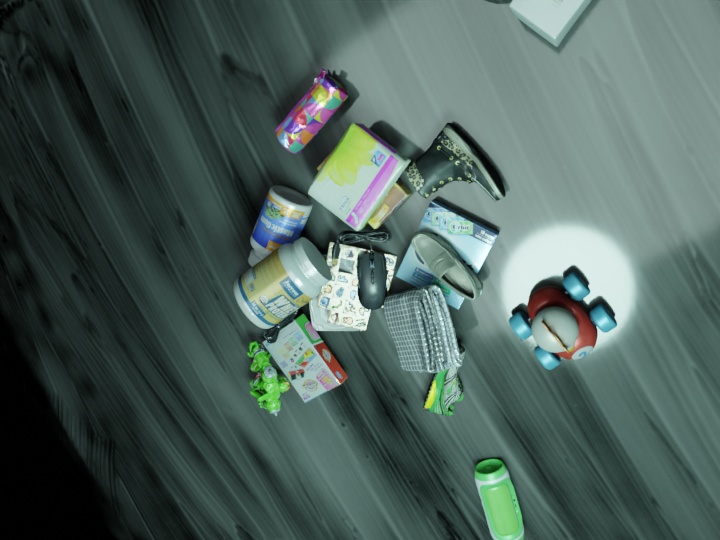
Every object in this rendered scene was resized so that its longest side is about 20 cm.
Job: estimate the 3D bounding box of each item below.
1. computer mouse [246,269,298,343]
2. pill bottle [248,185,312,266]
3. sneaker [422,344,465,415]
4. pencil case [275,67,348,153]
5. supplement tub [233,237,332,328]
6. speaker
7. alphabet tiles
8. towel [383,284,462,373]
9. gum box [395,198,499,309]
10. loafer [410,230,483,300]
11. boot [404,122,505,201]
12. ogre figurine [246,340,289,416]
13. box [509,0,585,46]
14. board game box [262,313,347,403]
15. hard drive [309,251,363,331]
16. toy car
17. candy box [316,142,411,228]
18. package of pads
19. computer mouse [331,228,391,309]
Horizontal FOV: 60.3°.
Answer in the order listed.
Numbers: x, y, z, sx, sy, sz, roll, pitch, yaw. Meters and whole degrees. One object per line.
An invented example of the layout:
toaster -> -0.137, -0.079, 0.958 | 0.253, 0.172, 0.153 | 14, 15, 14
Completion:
computer mouse -> -0.253, 0.074, 1.578 | 0.139, 0.053, 0.200 | -50, 63, 24
pill bottle -> -0.203, -0.096, 1.519 | 0.112, 0.112, 0.201 | 29, 111, 9
sneaker -> 0.218, 0.264, 1.502 | 0.085, 0.078, 0.201 | 18, 119, 6
pencil case -> -0.116, -0.366, 1.431 | 0.088, 0.088, 0.200 | 44, 113, 3
supplement tub -> -0.181, 0.028, 1.453 | 0.200, 0.145, 0.145 | -35, 92, 13
speaker -> 0.343, 0.572, 1.530 | 0.088, 0.088, 0.201 | -13, 100, 22
alphabet tiles -> -0.013, 0.043, 1.510 | 0.166, 0.008, 0.201 | 12, 103, -4
towel -> 0.134, 0.141, 1.428 | 0.165, 0.085, 0.201 | -19, 84, 61
gum box -> 0.198, -0.037, 1.433 | 0.169, 0.045, 0.201 | 29, 111, 10
loafer -> 0.191, -0.012, 1.380 | 0.200, 0.070, 0.070 | 40, 113, 4
boot -> 0.208, -0.202, 1.371 | 0.154, 0.073, 0.204 | -41, 83, 26
ogre figurine -> -0.249, 0.298, 1.630 | 0.120, 0.098, 0.201 | 36, 117, 52
box -> 0.372, -0.518, 1.156 | 0.106, 0.200, 0.153 | 38, 113, 5
board game box -> -0.146, 0.230, 1.609 | 0.153, 0.040, 0.200 | -33, 92, 38
hard drive -> -0.064, 0.053, 1.553 | 0.139, 0.038, 0.201 | -1, 104, 19
toy car -> 0.426, 0.132, 1.317 | 0.184, 0.200, 0.177 | -40, 89, 24
candy box -> 0.009, -0.210, 1.446 | 0.200, 0.056, 0.117 | 45, 113, 1
package of pads -> -0.008, -0.210, 1.385 | 0.154, 0.068, 0.200 | 38, 111, 5
computer mouse -> 0.000, 0.000, 1.472 | 0.140, 0.046, 0.201 | 3, 103, -3
